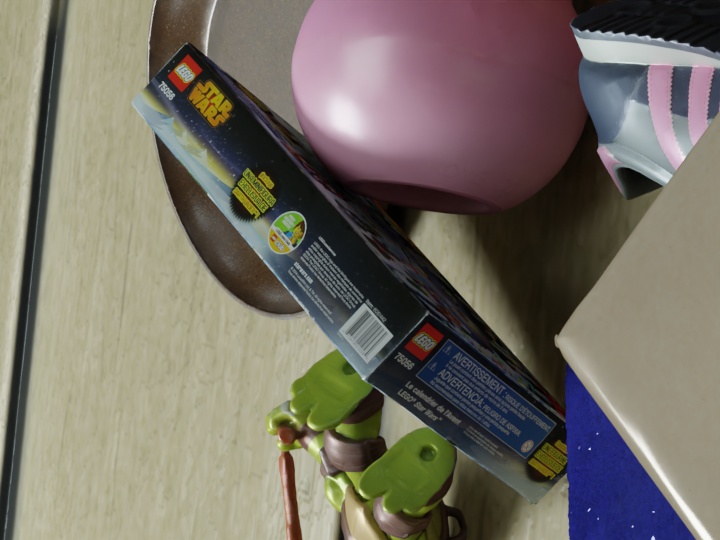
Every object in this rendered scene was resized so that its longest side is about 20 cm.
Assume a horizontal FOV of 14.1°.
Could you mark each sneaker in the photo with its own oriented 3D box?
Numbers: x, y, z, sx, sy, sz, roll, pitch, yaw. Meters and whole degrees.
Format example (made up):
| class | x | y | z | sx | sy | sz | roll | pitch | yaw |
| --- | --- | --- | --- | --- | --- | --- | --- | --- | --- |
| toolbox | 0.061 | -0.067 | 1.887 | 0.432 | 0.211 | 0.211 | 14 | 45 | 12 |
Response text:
| class | x | y | z | sx | sy | sz | roll | pitch | yaw |
| --- | --- | --- | --- | --- | --- | --- | --- | --- | --- |
| sneaker | 0.151 | -0.047 | 1.052 | 0.200 | 0.070 | 0.082 | 29 | 133 | 59 |

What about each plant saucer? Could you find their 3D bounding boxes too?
| class | x | y | z | sx | sy | sz | roll | pitch | yaw |
| --- | --- | --- | --- | --- | --- | --- | --- | --- | --- |
| plant saucer | -0.038 | -0.078 | 1.387 | 0.200 | 0.032 | 0.201 | 20 | 115 | 53 |

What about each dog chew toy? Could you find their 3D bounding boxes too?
| class | x | y | z | sx | sy | sz | roll | pitch | yaw |
| --- | --- | --- | --- | --- | --- | --- | --- | --- | --- |
| dog chew toy | 0.041 | -0.127 | 1.198 | 0.124 | 0.124 | 0.201 | -6 | 74 | 61 |

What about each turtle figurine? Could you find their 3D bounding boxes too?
| class | x | y | z | sx | sy | sz | roll | pitch | yaw |
| --- | --- | --- | --- | --- | --- | --- | --- | --- | --- |
| turtle figurine | 0.015 | 0.114 | 1.242 | 0.162 | 0.064 | 0.201 | 88 | 159 | -56 |

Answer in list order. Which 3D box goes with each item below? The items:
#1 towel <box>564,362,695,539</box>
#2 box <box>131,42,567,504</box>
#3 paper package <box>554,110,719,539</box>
| class | x | y | z | sx | sy | sz | roll | pitch | yaw |
| --- | --- | --- | --- | --- | --- | --- | --- | --- | --- |
| towel | 0.146 | 0.064 | 1.050 | 0.200 | 0.049 | 0.149 | -19 | 66 | 58 |
| box | 0.000 | 0.000 | 1.203 | 0.040 | 0.137 | 0.200 | -46 | 49 | 5 |
| paper package | 0.182 | 0.024 | 0.871 | 0.191 | 0.103 | 0.200 | -57 | 47 | 28 |
